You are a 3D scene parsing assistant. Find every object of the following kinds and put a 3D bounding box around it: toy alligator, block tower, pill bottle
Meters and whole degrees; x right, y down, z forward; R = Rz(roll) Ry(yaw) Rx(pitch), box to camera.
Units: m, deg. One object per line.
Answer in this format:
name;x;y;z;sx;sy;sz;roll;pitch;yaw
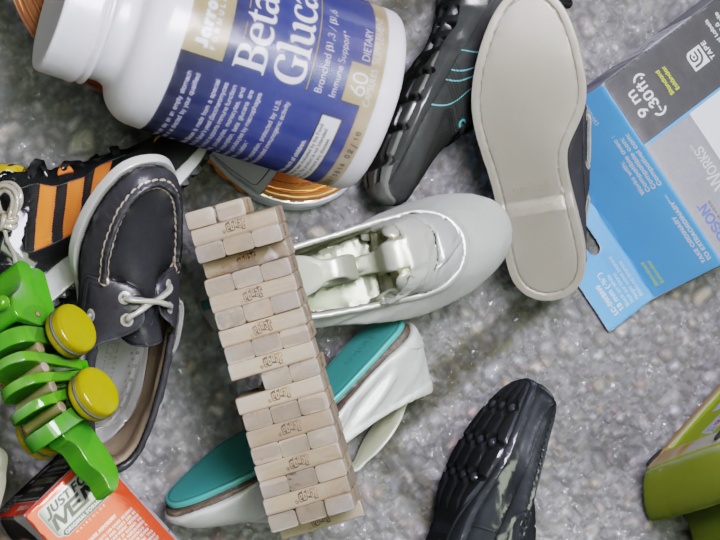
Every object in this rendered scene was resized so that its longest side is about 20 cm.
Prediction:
toy alligator;-0.190;0.038;1.447;0.054;0.059;0.201;2;61;-53
block tower;-0.049;0.056;1.498;0.054;0.058;0.201;-16;92;4
pill bottle;-0.083;-0.126;1.482;0.199;0.111;0.112;16;79;-17

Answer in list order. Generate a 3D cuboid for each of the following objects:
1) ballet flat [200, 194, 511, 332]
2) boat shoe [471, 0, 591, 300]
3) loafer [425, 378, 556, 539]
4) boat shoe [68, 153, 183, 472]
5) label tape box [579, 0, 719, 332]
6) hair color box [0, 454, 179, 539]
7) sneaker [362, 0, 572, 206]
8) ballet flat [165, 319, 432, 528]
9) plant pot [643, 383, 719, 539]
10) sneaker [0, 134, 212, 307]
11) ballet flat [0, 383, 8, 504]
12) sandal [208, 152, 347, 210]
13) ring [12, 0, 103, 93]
ballet flat;0.000;0.000;1.564;0.199;0.069;0.070;-14;89;-5
boat shoe;0.111;-0.084;1.621;0.072;0.063;0.201;-3;107;9
loafer;0.080;0.167;1.608;0.070;0.068;0.201;26;81;-23
boat shoe;-0.136;0.028;1.488;0.074;0.060;0.201;-2;125;-35
label tape box;0.210;-0.075;1.680;0.200;0.063;0.145;-37;96;-20
hair color box;-0.122;0.198;1.512;0.061;0.101;0.200;-43;98;-18
sneaker;0.070;-0.122;1.630;0.079;0.075;0.201;32;75;-16
ballet flat;-0.029;0.110;1.579;0.200;0.069;0.070;-39;97;-20
plant pot;0.307;0.132;1.626;0.181;0.200;0.199;45;72;-2
sneaker;-0.176;-0.043;1.525;0.200;0.070;0.090;-43;95;-6
ballet flat;-0.233;0.090;1.481;0.064;0.076;0.201;7;106;19
sandal;-0.085;-0.111;1.582;0.206;0.059;0.079;35;74;-13
ring;-0.116;-0.199;1.529;0.199;0.019;0.202;-2;101;-13
